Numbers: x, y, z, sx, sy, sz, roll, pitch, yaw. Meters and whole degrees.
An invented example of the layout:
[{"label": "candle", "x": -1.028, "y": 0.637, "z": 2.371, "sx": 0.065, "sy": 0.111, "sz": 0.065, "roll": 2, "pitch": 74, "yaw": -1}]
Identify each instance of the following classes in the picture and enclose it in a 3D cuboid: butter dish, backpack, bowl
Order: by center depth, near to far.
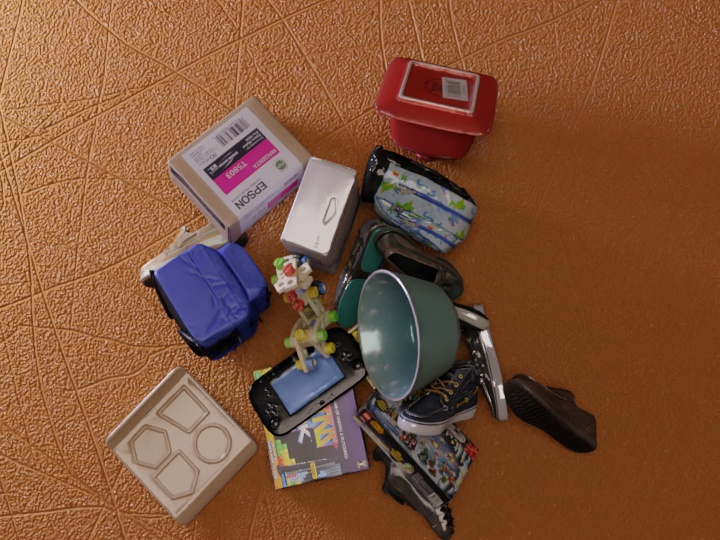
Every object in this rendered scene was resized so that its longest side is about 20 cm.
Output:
[{"label": "bowl", "x": 0.083, "y": 0.095, "z": 1.449, "sx": 0.104, "sy": 0.200, "sz": 0.204, "roll": -6, "pitch": 80, "yaw": -27}, {"label": "backpack", "x": -0.233, "y": 0.057, "z": 1.530, "sx": 0.166, "sy": 0.200, "sz": 0.164, "roll": -27, "pitch": 76, "yaw": -12}, {"label": "backpack", "x": 0.099, "y": -0.117, "z": 1.577, "sx": 0.197, "sy": 0.163, "sz": 0.156, "roll": 12, "pitch": 90, "yaw": -4}, {"label": "butter dish", "x": 0.126, "y": -0.256, "z": 1.599, "sx": 0.196, "sy": 0.149, "sz": 0.201, "roll": 12, "pitch": 41, "yaw": 4}]

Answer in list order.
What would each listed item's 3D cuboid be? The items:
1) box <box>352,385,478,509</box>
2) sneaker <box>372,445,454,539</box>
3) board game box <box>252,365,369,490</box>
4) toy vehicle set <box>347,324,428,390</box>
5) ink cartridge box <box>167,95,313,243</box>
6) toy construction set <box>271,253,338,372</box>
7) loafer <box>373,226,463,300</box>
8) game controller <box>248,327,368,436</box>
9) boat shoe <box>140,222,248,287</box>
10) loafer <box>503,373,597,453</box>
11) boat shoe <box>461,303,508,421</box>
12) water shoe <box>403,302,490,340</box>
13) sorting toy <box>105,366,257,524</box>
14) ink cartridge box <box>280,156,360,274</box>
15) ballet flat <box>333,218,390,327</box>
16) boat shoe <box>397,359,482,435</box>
[{"label": "box", "x": 0.092, "y": 0.264, "z": 1.499, "sx": 0.200, "sy": 0.137, "sz": 0.040, "roll": 47, "pitch": 126, "yaw": -1}, {"label": "sneaker", "x": 0.085, "y": 0.363, "z": 1.546, "sx": 0.090, "sy": 0.066, "sz": 0.202, "roll": -28, "pitch": 90, "yaw": 14}, {"label": "board game box", "x": -0.083, "y": 0.252, "z": 1.568, "sx": 0.163, "sy": 0.057, "sz": 0.203, "roll": -13, "pitch": 82, "yaw": 1}, {"label": "toy vehicle set", "x": 0.068, "y": 0.162, "z": 1.592, "sx": 0.124, "sy": 0.027, "sz": 0.201, "roll": -37, "pitch": 83, "yaw": -4}, {"label": "ink cartridge box", "x": -0.204, "y": -0.175, "z": 1.598, "sx": 0.200, "sy": 0.075, "sz": 0.165, "roll": -42, "pitch": 77, "yaw": -19}, {"label": "toy construction set", "x": -0.097, "y": 0.052, "z": 1.481, "sx": 0.091, "sy": 0.202, "sz": 0.132, "roll": 0, "pitch": 45, "yaw": 15}, {"label": "loafer", "x": 0.100, "y": 0.004, "z": 1.549, "sx": 0.199, "sy": 0.063, "sz": 0.072, "roll": 34, "pitch": 115, "yaw": -30}, {"label": "game controller", "x": -0.086, "y": 0.182, "z": 1.530, "sx": 0.199, "sy": 0.042, "sz": 0.105, "roll": -35, "pitch": 81, "yaw": -5}, {"label": "boat shoe", "x": -0.297, "y": -0.040, "z": 1.615, "sx": 0.198, "sy": 0.072, "sz": 0.077, "roll": -25, "pitch": 73, "yaw": -13}, {"label": "loafer", "x": 0.316, "y": 0.226, "z": 1.540, "sx": 0.199, "sy": 0.073, "sz": 0.072, "roll": 39, "pitch": 53, "yaw": -21}, {"label": "boat shoe", "x": 0.200, "y": 0.159, "z": 1.570, "sx": 0.065, "sy": 0.070, "sz": 0.203, "roll": -14, "pitch": 81, "yaw": 7}, {"label": "water shoe", "x": 0.118, "y": 0.087, "z": 1.553, "sx": 0.197, "sy": 0.071, "sz": 0.080, "roll": 14, "pitch": 94, "yaw": 19}, {"label": "sorting toy", "x": -0.303, "y": 0.296, "z": 1.581, "sx": 0.200, "sy": 0.036, "sz": 0.185, "roll": 45, "pitch": 85, "yaw": 2}, {"label": "ink cartridge box", "x": -0.061, "y": -0.087, "z": 1.543, "sx": 0.083, "sy": 0.200, "sz": 0.147, "roll": 19, "pitch": 82, "yaw": 4}, {"label": "ballet flat", "x": 0.000, "y": 0.000, "z": 1.593, "sx": 0.071, "sy": 0.072, "sz": 0.202, "roll": 25, "pitch": 110, "yaw": 5}, {"label": "boat shoe", "x": 0.127, "y": 0.196, "z": 1.472, "sx": 0.070, "sy": 0.199, "sz": 0.092, "roll": 17, "pitch": 104, "yaw": 32}]
